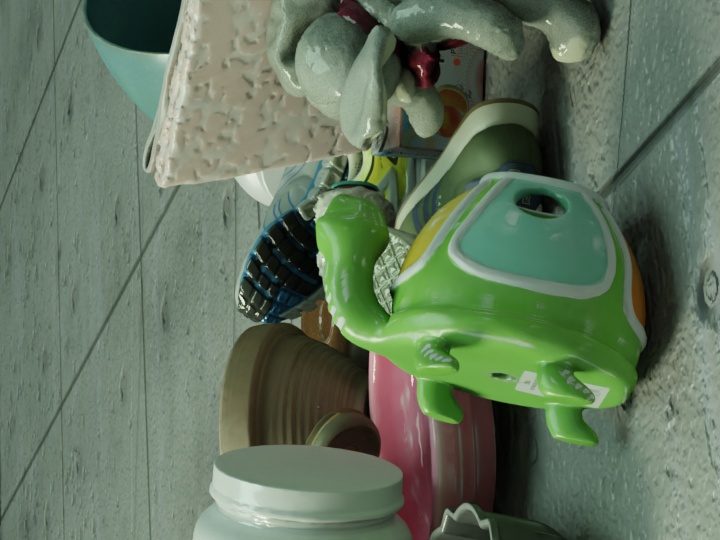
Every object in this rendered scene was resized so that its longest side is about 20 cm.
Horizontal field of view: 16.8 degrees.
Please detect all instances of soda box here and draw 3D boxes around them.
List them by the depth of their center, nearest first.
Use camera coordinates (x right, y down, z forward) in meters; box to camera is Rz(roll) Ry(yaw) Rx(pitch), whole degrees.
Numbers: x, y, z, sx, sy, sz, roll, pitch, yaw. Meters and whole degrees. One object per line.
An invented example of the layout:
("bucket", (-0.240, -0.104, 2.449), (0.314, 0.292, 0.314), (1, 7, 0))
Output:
("soda box", (0.048, -0.180, 1.719), (0.068, 0.063, 0.201), (169, 104, -72))

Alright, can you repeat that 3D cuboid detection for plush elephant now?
("plush elephant", (0.026, -0.149, 1.530), (0.155, 0.199, 0.165), (-61, 33, 20))

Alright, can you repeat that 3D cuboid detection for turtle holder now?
("turtle holder", (0.076, 0.016, 1.413), (0.141, 0.185, 0.132), (38, -120, -56))

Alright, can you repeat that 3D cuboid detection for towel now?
("towel", (-0.046, -0.154, 1.616), (0.032, 0.191, 0.200), (44, 133, 36))

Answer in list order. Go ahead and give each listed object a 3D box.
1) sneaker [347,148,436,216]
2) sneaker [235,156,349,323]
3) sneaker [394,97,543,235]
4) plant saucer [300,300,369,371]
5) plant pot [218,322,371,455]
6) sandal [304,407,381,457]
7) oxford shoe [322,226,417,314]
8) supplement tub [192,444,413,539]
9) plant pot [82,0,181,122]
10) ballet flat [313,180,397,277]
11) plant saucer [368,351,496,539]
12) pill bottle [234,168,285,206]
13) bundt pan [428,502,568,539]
("sneaker", (0.020, -0.129, 1.780), (0.075, 0.076, 0.201), (145, 128, -71))
("sneaker", (-0.036, -0.048, 1.851), (0.200, 0.075, 0.087), (-57, 27, -11))
("sneaker", (0.070, -0.019, 1.608), (0.200, 0.067, 0.090), (117, 154, -50))
("plant saucer", (-0.012, 0.038, 1.925), (0.200, 0.037, 0.201), (-177, 90, -74))
("plant pot", (-0.024, 0.135, 1.785), (0.201, 0.092, 0.202), (-7, -90, -72))
("sandal", (-0.019, 0.195, 1.672), (0.054, 0.080, 0.201), (12, 85, 43))
("oxford shoe", (0.055, 0.020, 1.552), (0.200, 0.058, 0.075), (15, 95, 42))
("supplement tub", (-0.040, 0.223, 1.569), (0.145, 0.144, 0.201), (-149, 61, -71))
("plant pot", (-0.084, -0.157, 1.752), (0.200, 0.199, 0.135), (-111, 4, -54))
("ballet flat", (0.000, 0.000, 1.738), (0.200, 0.071, 0.072), (66, -160, -68))
("plant saucer", (0.049, 0.108, 1.648), (0.200, 0.051, 0.201), (175, 90, -79))
("pill bottle", (-0.062, -0.115, 1.986), (0.200, 0.112, 0.113), (-129, 45, -65))
("bundt pan", (0.094, 0.241, 1.469), (0.202, 0.075, 0.203), (-176, 90, -74))
